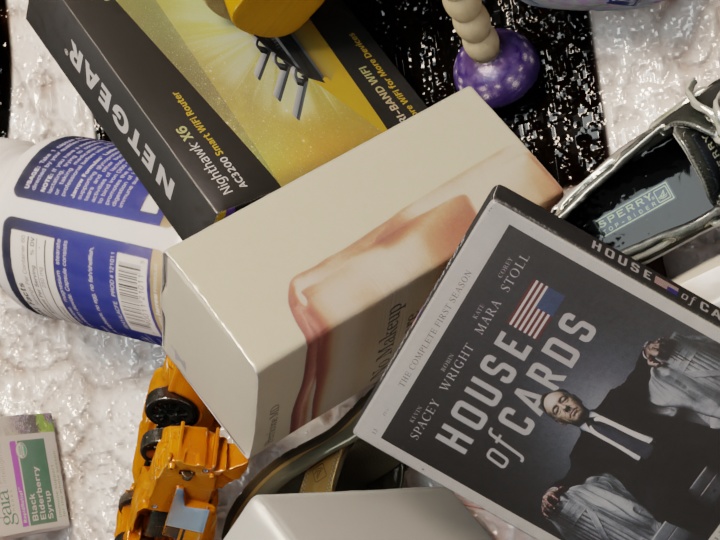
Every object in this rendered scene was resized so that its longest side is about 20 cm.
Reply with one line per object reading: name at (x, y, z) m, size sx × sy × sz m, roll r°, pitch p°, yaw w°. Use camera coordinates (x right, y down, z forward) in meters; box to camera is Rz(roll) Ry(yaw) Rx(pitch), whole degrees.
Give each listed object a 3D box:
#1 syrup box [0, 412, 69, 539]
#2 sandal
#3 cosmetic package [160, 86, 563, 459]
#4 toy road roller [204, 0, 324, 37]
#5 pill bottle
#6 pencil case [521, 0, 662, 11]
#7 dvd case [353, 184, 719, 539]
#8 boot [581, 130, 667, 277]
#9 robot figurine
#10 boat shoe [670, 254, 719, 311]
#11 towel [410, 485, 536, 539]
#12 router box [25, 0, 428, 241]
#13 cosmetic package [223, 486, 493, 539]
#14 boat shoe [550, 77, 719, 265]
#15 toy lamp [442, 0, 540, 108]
syrup box at (-0.297, 0.151, 1.153) m, size 0.200 × 0.081 × 0.079 m, roll -14°, pitch 82°, yaw 28°
sandal at (-0.005, 0.125, 0.982) m, size 0.200 × 0.080 × 0.054 m, roll -41°, pitch 55°, yaw 25°
cosmetic package at (0.000, 0.000, 0.921) m, size 0.200 × 0.103 × 0.087 m, roll -30°, pitch 66°, yaw -22°
toy road roller at (0.003, -0.222, 0.970) m, size 0.200 × 0.146 × 0.123 m, roll -42°, pitch 53°, yaw 33°
pill bottle at (-0.154, -0.021, 1.062) m, size 0.200 × 0.116 × 0.116 m, roll 13°, pitch 94°, yaw 29°
pencil case at (0.128, -0.237, 0.931) m, size 0.083 × 0.091 × 0.200 m, roll 178°, pitch 97°, yaw -73°
dvd case at (0.116, 0.068, 0.832) m, size 0.200 × 0.025 × 0.150 m, roll 29°, pitch 117°, yaw -1°
boot at (0.176, 0.045, 0.901) m, size 0.200 × 0.068 × 0.188 m, roll 41°, pitch 106°, yaw 24°
robot figurine at (-0.107, 0.127, 1.005) m, size 0.200 × 0.058 × 0.145 m, roll 112°, pitch 166°, yaw -49°
boat shoe at (0.135, 0.056, 0.870) m, size 0.200 × 0.072 × 0.069 m, roll -31°, pitch 88°, yaw 21°
towel at (0.089, 0.230, 0.942) m, size 0.191 × 0.032 × 0.200 m, roll 5°, pitch 89°, yaw 42°
router box at (-0.075, -0.116, 1.001) m, size 0.200 × 0.157 × 0.052 m, roll 53°, pitch 147°, yaw 21°
cosmetic package at (0.011, 0.237, 0.878) m, size 0.200 × 0.166 × 0.167 m, roll 49°, pitch 116°, yaw 31°
boat shoe at (0.174, -0.059, 0.840) m, size 0.199 × 0.068 × 0.074 m, roll -28°, pitch 86°, yaw 16°
toy lamp at (0.044, -0.161, 0.909) m, size 0.058 × 0.200 × 0.058 m, roll -12°, pitch 56°, yaw 18°
